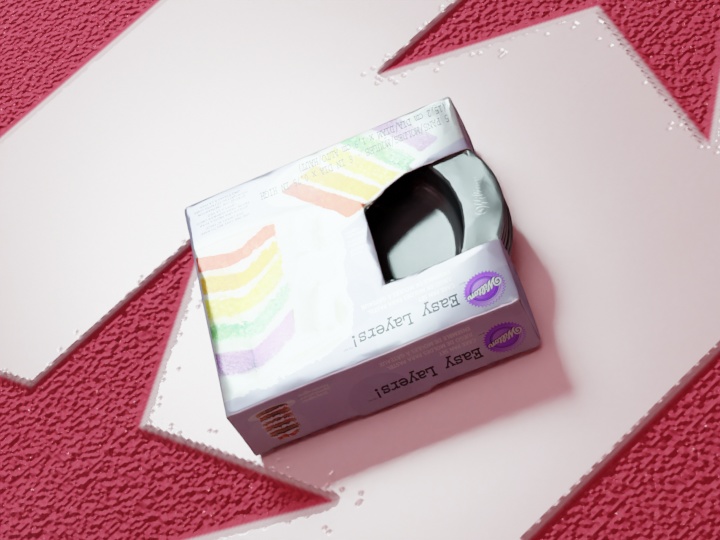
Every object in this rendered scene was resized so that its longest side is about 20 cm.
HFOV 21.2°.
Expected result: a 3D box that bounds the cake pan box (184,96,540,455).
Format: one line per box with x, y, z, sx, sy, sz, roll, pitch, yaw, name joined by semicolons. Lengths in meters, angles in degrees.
0.000;0.000;1.190;0.200;0.052;0.184;-21;50;8;cake pan box
